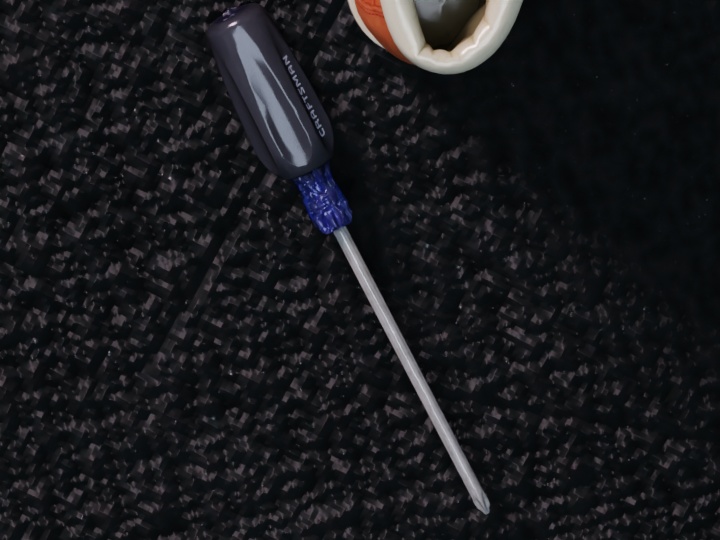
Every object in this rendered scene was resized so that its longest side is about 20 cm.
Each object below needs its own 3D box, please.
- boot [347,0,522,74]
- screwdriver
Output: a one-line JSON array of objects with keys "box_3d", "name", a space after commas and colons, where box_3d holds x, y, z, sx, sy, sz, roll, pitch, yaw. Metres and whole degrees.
[{"box_3d": [0.042, -0.158, 0.943, 0.075, 0.107, 0.201, 9, 103, -3], "name": "boot"}, {"box_3d": [0.000, 0.000, 1.020, 0.028, 0.029, 0.200, -26, 99, 5], "name": "screwdriver"}]
